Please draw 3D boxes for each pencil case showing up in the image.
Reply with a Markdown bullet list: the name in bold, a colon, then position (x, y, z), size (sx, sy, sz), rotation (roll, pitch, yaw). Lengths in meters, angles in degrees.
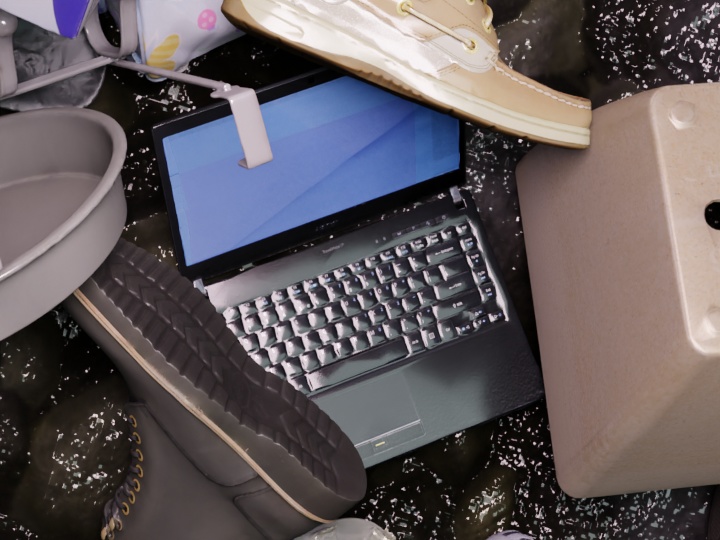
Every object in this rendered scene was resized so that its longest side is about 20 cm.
- **pencil case**: position (-0.043, -0.172, 0.936), size (0.199, 0.083, 0.091), rotation (-23, 105, -13)

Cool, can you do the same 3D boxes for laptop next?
- **laptop**: position (0.000, 0.000, 0.935), size (0.176, 0.103, 0.201), rotation (-20, 85, -13)

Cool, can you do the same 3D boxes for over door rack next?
- **over door rack**: position (-0.150, -0.083, 0.815), size (0.147, 0.200, 0.067), rotation (-24, 123, -21)

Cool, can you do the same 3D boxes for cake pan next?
- **cake pan**: position (-0.199, -0.012, 0.848), size (0.199, 0.200, 0.037), rotation (-29, 119, -12)

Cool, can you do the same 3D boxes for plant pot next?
- **plant pot**: position (0.202, -0.004, 0.912), size (0.198, 0.177, 0.201), rotation (-5, 73, -5)

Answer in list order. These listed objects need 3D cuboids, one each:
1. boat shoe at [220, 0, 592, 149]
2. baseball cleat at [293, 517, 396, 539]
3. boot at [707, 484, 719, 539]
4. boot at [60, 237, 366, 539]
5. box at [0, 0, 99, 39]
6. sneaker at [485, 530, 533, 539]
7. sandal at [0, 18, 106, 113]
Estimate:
- **boat shoe**: position (0.033, -0.117, 0.870), size (0.199, 0.074, 0.067), rotation (21, 94, -16)
- **baseball cleat**: position (-0.060, 0.211, 0.943), size (0.070, 0.106, 0.200), rotation (47, 50, 4)
- **boot**: position (0.303, 0.111, 1.032), size (0.150, 0.073, 0.201), rotation (31, 76, -10)
- **boot**: position (-0.113, 0.087, 0.901), size (0.138, 0.078, 0.200), rotation (-39, 102, 24)
- **box**: position (-0.123, -0.238, 0.787), size (0.104, 0.201, 0.185), rotation (22, 123, -6)
- **sneaker**: position (0.083, 0.251, 0.975), size (0.087, 0.074, 0.202), rotation (-17, 84, -18)
- **sandal**: position (-0.230, -0.118, 0.905), size (0.199, 0.048, 0.076), rotation (0, 91, -14)
